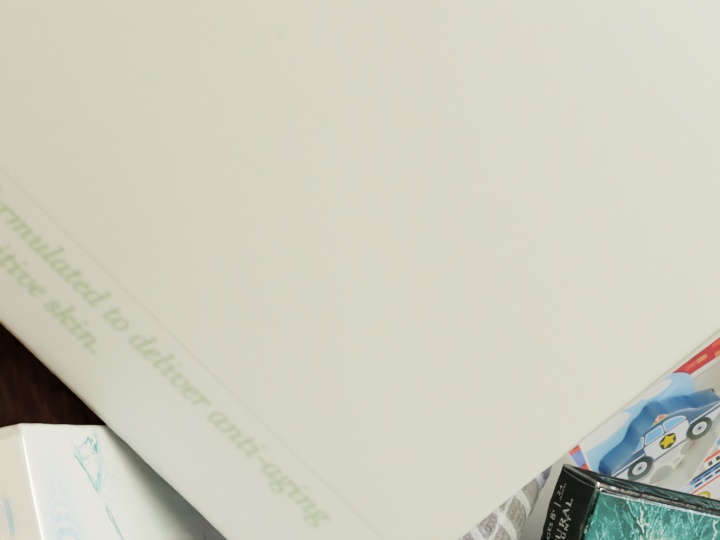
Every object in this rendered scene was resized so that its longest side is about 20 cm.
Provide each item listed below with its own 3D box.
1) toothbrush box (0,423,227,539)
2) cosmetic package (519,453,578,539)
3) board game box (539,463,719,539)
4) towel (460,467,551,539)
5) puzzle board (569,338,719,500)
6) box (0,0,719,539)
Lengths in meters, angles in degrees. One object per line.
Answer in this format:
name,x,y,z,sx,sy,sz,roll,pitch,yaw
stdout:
toothbrush box,-0.065,0.116,0.730,0.200,0.085,0.147,12,65,-71
cosmetic package,0.061,0.096,1.080,0.200,0.051,0.083,56,-5,36
board game box,0.136,0.146,0.950,0.028,0.200,0.135,25,-80,65
towel,0.000,0.000,0.920,0.200,0.086,0.166,53,43,-25
puzzle board,0.161,0.021,1.095,0.017,0.200,0.151,53,-7,40
box,0.010,-0.068,0.704,0.199,0.200,0.171,45,24,-8
